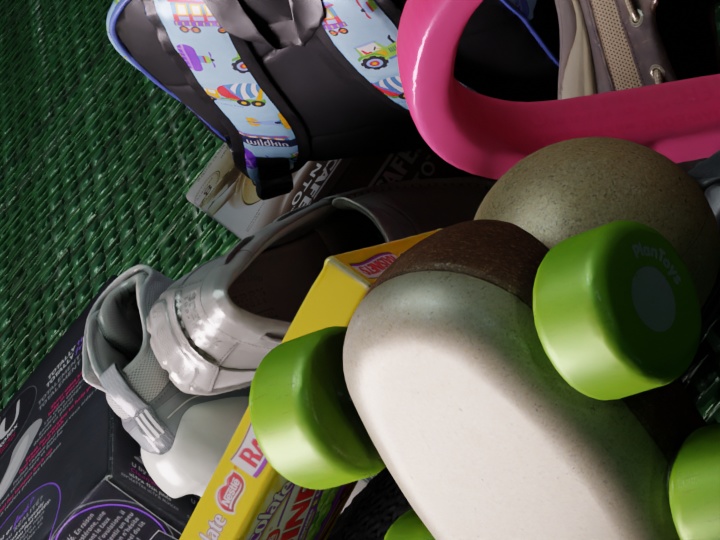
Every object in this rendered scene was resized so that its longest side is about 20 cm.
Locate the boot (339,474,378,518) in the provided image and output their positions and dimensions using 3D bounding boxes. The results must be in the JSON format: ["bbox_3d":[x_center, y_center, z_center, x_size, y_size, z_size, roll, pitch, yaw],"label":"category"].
[{"bbox_3d":[0.014,0.071,1.216,0.200,0.073,0.090,-44,4,31],"label":"boot"}]

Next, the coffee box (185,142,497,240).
[{"bbox_3d":[-0.003,-0.043,1.396,0.113,0.080,0.200,-54,19,-1],"label":"coffee box"}]

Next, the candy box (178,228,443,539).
[{"bbox_3d":[-0.026,0.077,1.112,0.102,0.026,0.200,-12,-47,-62],"label":"candy box"}]

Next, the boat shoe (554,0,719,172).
[{"bbox_3d":[0.118,-0.124,1.166,0.073,0.200,0.074,-6,7,34],"label":"boat shoe"}]

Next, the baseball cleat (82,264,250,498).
[{"bbox_3d":[-0.061,0.035,1.286,0.070,0.106,0.200,-36,2,16],"label":"baseball cleat"}]

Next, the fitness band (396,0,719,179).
[{"bbox_3d":[0.113,-0.089,1.058,0.144,0.200,0.037,94,165,-55],"label":"fitness band"}]

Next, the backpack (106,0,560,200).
[{"bbox_3d":[-0.010,-0.127,1.204,0.182,0.200,0.135,-8,71,21],"label":"backpack"}]

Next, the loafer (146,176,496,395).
[{"bbox_3d":[0.000,0.000,1.230,0.200,0.070,0.070,-25,-9,-40],"label":"loafer"}]

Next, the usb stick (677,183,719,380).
[{"bbox_3d":[0.093,0.051,1.095,0.200,0.033,0.055,-58,13,-10],"label":"usb stick"}]

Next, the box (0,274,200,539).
[{"bbox_3d":[-0.110,0.113,1.349,0.122,0.106,0.200,-49,20,18],"label":"box"}]

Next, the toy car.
[{"bbox_3d":[0.089,0.017,1.020,0.164,0.158,0.200,-20,24,41],"label":"toy car"}]

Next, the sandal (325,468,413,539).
[{"bbox_3d":[0.006,0.131,1.158,0.200,0.048,0.075,-54,15,42],"label":"sandal"}]
